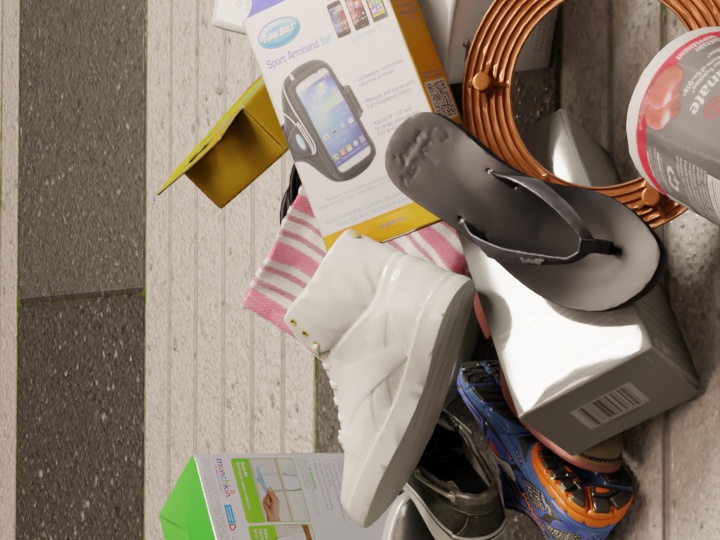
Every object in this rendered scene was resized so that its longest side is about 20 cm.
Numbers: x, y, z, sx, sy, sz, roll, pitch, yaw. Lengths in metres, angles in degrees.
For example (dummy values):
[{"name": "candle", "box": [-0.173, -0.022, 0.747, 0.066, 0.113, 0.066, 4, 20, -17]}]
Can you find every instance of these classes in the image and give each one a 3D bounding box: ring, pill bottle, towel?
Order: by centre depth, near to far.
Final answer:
[{"name": "pill bottle", "box": [0.249, -0.065, 1.358, 0.200, 0.110, 0.111, 38, 122, 57]}, {"name": "ring", "box": [0.156, -0.119, 1.515, 0.199, 0.019, 0.202, -3, 82, 23]}, {"name": "towel", "box": [0.000, 0.000, 1.737, 0.146, 0.030, 0.200, 38, 132, 10]}]

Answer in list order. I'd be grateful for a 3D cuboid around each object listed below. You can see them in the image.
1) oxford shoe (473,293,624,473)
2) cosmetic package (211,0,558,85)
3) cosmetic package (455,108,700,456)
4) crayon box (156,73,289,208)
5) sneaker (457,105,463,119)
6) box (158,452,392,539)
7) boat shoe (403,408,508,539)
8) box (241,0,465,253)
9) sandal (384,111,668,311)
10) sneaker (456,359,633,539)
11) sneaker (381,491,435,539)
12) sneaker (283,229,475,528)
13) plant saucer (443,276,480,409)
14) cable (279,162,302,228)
[{"name": "oxford shoe", "box": [0.136, 0.053, 1.621, 0.075, 0.070, 0.200, -61, 39, 33]}, {"name": "cosmetic package", "box": [0.027, -0.236, 1.659, 0.199, 0.165, 0.166, 17, 107, 27]}, {"name": "cosmetic package", "box": [0.137, 0.007, 1.562, 0.106, 0.090, 0.201, -28, 53, 20]}, {"name": "crayon box", "box": [-0.064, -0.127, 1.818, 0.200, 0.051, 0.127, -51, 8, -32]}, {"name": "sneaker", "box": [0.036, -0.131, 1.825, 0.200, 0.076, 0.091, 27, 107, 58]}, {"name": "box", "box": [-0.045, 0.248, 1.847, 0.097, 0.175, 0.201, -58, 41, 44]}, {"name": "boat shoe", "box": [0.046, 0.122, 1.679, 0.200, 0.070, 0.064, 45, 150, 46]}, {"name": "box", "box": [-0.001, -0.119, 1.580, 0.119, 0.041, 0.201, -20, 89, 33]}, {"name": "sandal", "box": [0.099, -0.033, 1.492, 0.199, 0.043, 0.076, 27, 98, 18]}, {"name": "sneaker", "box": [0.117, 0.131, 1.651, 0.200, 0.075, 0.079, -122, 38, -49]}, {"name": "sneaker", "box": [0.070, 0.262, 1.744, 0.099, 0.070, 0.201, -10, 85, 61]}, {"name": "sneaker", "box": [-0.003, 0.068, 1.590, 0.115, 0.074, 0.201, 26, 117, 18]}, {"name": "plant saucer", "box": [0.047, 0.030, 1.815, 0.200, 0.050, 0.202, -5, 84, 62]}, {"name": "cable", "box": [-0.013, -0.044, 1.824, 0.200, 0.050, 0.164, 114, 149, -51]}]
